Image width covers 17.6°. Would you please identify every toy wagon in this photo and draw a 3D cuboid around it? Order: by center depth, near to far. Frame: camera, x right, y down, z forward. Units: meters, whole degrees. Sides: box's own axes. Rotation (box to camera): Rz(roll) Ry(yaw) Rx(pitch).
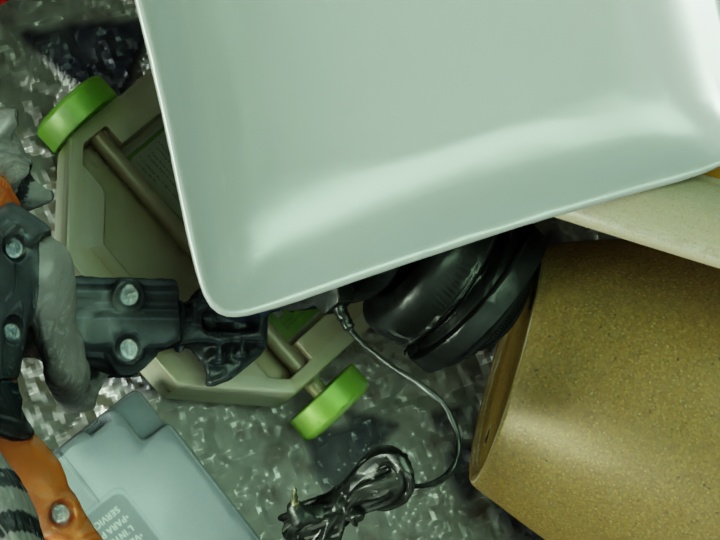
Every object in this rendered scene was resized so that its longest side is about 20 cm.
[{"bbox_3d":[-0.022,-0.038,0.892,0.200,0.040,0.155,-42,92,-27],"label":"toy wagon"}]

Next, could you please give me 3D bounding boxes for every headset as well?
[{"bbox_3d":[0.000,0.000,0.825,0.123,0.094,0.201,23,44,-30],"label":"headset"}]

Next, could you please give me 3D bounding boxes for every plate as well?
[{"bbox_3d":[0.017,-0.107,0.748,0.198,0.032,0.202,-17,104,-16],"label":"plate"}]

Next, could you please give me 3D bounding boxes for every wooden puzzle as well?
[{"bbox_3d":[0.143,-0.044,0.857,0.184,0.200,0.038,18,110,17],"label":"wooden puzzle"}]

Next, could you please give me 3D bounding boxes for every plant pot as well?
[{"bbox_3d":[0.147,0.064,0.861,0.198,0.187,0.188,16,68,-3],"label":"plant pot"}]

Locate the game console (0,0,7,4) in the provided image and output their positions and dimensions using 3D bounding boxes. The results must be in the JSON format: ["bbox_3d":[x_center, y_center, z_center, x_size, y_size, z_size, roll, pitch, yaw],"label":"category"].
[{"bbox_3d":[-0.176,-0.197,0.783,0.175,0.031,0.202,13,93,13],"label":"game console"}]

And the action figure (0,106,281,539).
[{"bbox_3d":[-0.106,0.039,0.769,0.198,0.105,0.195,-7,77,-21],"label":"action figure"}]

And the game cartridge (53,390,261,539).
[{"bbox_3d":[-0.113,0.152,0.802,0.200,0.041,0.134,-38,93,-26],"label":"game cartridge"}]
